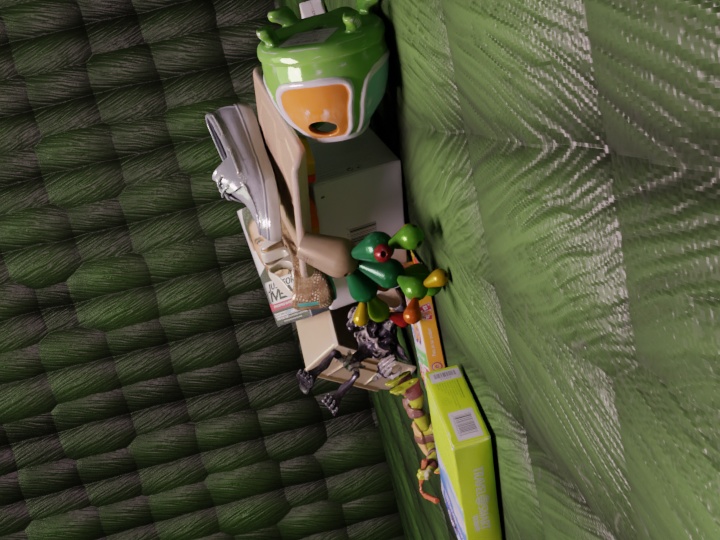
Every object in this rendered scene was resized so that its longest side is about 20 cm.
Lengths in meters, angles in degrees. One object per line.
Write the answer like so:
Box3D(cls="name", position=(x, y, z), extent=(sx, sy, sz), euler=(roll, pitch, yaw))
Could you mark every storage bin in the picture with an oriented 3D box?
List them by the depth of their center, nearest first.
Box3D(cls="storage bin", position=(-0.015, 0.092, 1.362), extent=(0.198, 0.094, 0.200), euler=(20, -140, -39))

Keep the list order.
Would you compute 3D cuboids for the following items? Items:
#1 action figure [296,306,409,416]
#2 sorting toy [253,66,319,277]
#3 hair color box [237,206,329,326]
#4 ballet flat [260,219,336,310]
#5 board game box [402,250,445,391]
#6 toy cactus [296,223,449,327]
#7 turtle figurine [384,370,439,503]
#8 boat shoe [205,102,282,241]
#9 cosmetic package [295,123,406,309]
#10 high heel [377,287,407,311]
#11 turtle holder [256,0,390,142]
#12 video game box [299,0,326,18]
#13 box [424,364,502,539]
Box3D(cls="action figure", position=(0.007, 0.118, 1.141), extent=(0.119, 0.200, 0.102), euler=(47, 149, 2))
Box3D(cls="sorting toy", position=(-0.085, -0.120, 0.943), extent=(0.185, 0.036, 0.200), euler=(89, 163, -46))
Box3D(cls="hair color box", position=(-0.118, -0.020, 1.254), extent=(0.099, 0.061, 0.201), euler=(-19, 90, 47))
Box3D(cls="ballet flat", position=(-0.094, -0.018, 1.019), extent=(0.200, 0.065, 0.071), euler=(-125, 22, -49))
Box3D(cls="board game box", position=(0.085, 0.079, 1.025), extent=(0.096, 0.030, 0.201), euler=(-114, 14, -71))
Box3D(cls="toy cactus", position=(0.008, 0.006, 0.874), extent=(0.200, 0.165, 0.103), euler=(106, -178, -70))
Box3D(cls="turtle figurine", position=(0.092, 0.230, 1.109), extent=(0.200, 0.064, 0.162), euler=(-69, -44, -78))
Box3D(cls="boat shoe", position=(-0.147, -0.118, 0.964), extent=(0.070, 0.071, 0.201), euler=(99, 154, -62))
Box3D(cls="cosmetic package", position=(-0.032, -0.095, 1.067), extent=(0.200, 0.123, 0.200), euler=(-126, 23, -47))
Box3D(cls="high heel", position=(0.000, 0.000, 1.146), extent=(0.200, 0.071, 0.143), euler=(38, 180, 0))
Box3D(cls="turtle holder", position=(-0.038, -0.221, 0.855), extent=(0.186, 0.141, 0.132), euler=(-115, 10, -60))
Box3D(cls="video game box", position=(-0.058, -0.347, 1.396), extent=(0.200, 0.047, 0.183), euler=(81, 175, -52))
Box3D(cls="box", position=(0.117, 0.223, 0.888), extent=(0.122, 0.048, 0.200), euler=(-109, 6, -56))
